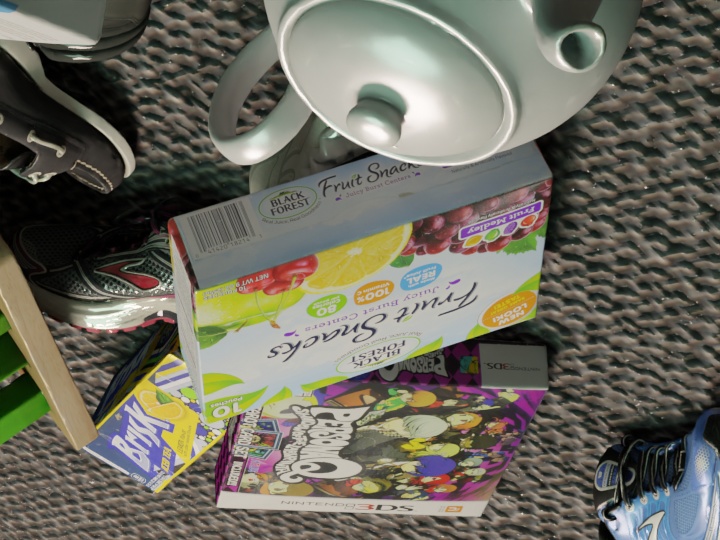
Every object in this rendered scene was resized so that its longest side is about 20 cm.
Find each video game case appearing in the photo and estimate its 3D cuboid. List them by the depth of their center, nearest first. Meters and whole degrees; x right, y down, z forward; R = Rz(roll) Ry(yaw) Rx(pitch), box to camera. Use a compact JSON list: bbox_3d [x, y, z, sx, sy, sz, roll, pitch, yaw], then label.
[{"bbox_3d":[0.008,0.098,1.559,0.180,0.036,0.200,3,151,-10],"label":"video game case"}]

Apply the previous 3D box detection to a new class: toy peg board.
[{"bbox_3d":[-0.274,0.013,1.557,0.199,0.098,0.200,48,164,35],"label":"toy peg board"}]

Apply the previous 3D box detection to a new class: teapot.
[{"bbox_3d":[0.027,-0.117,1.166,0.196,0.147,0.200,21,151,10],"label":"teapot"}]

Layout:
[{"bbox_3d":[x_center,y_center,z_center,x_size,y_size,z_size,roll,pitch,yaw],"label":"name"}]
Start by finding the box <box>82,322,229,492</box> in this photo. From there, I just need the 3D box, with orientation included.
[{"bbox_3d":[-0.120,0.080,1.667,0.070,0.065,0.200,31,149,-10],"label":"box"}]

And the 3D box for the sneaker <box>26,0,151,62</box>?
[{"bbox_3d":[-0.198,-0.167,1.335,0.199,0.071,0.099,18,148,10],"label":"sneaker"}]

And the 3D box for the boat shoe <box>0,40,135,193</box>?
[{"bbox_3d":[-0.195,-0.085,1.433,0.074,0.061,0.200,21,167,26],"label":"boat shoe"}]

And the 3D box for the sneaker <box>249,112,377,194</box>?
[{"bbox_3d":[-0.024,-0.056,1.380,0.081,0.075,0.200,55,146,24],"label":"sneaker"}]

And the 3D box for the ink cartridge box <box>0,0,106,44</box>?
[{"bbox_3d":[-0.233,-0.198,1.192,0.199,0.147,0.146,7,175,30],"label":"ink cartridge box"}]

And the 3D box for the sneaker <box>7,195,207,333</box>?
[{"bbox_3d":[-0.125,-0.010,1.529,0.199,0.081,0.075,5,128,20],"label":"sneaker"}]

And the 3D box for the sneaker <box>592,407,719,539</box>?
[{"bbox_3d":[0.184,0.137,1.509,0.089,0.079,0.200,21,150,4],"label":"sneaker"}]

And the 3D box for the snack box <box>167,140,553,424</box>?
[{"bbox_3d":[0.000,0.000,1.345,0.199,0.053,0.143,-18,151,-11],"label":"snack box"}]
